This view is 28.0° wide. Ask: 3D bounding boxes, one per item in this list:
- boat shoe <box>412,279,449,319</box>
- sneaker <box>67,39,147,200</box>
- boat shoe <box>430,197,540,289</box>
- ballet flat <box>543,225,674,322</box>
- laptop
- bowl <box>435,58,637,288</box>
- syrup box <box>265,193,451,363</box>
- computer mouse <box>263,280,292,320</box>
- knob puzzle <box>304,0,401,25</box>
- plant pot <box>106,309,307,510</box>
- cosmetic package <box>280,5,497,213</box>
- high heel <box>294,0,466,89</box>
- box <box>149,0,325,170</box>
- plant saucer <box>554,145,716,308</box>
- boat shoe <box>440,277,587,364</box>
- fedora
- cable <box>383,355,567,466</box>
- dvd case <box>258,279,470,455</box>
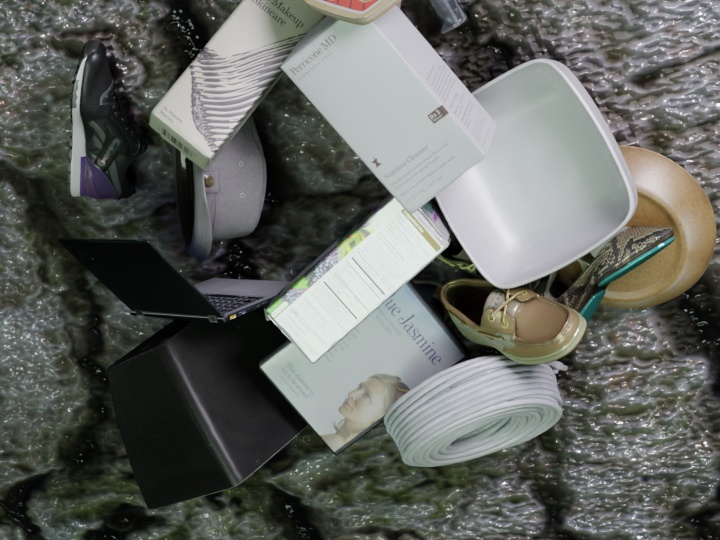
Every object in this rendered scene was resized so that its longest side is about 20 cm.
[{"bbox_3d":[0.011,0.053,1.686,0.198,0.062,0.075,-6,120,24],"label":"boat shoe"},{"bbox_3d":[-0.285,-0.172,1.656,0.087,0.076,0.201,8,128,-3],"label":"sneaker"},{"bbox_3d":[0.113,-0.033,1.595,0.201,0.060,0.072,40,125,-7],"label":"boat shoe"},{"bbox_3d":[0.245,0.001,1.531,0.075,0.068,0.200,51,129,15],"label":"ballet flat"},{"bbox_3d":[-0.198,-0.008,1.622,0.186,0.199,0.117,3,109,48],"label":"laptop"},{"bbox_3d":[0.180,-0.103,1.497,0.199,0.075,0.201,-30,88,32],"label":"bowl"},{"bbox_3d":[0.000,0.000,1.537,0.200,0.079,0.082,-42,96,14],"label":"syrup box"},{"bbox_3d":[-0.023,0.100,1.667,0.138,0.053,0.201,-17,115,41],"label":"computer mouse"},{"bbox_3d":[0.009,-0.319,1.373,0.218,0.221,0.030,-12,145,25],"label":"knob puzzle"},{"bbox_3d":[-0.183,0.145,1.719,0.199,0.200,0.178,-23,101,47],"label":"plant pot"},{"bbox_3d":[0.030,-0.173,1.435,0.113,0.081,0.200,-37,106,29],"label":"cosmetic package"},{"bbox_3d":[-0.007,-0.276,1.476,0.199,0.072,0.143,-25,114,16],"label":"high heel"},{"bbox_3d":[-0.127,-0.207,1.491,0.082,0.201,0.068,37,169,-4],"label":"box"},{"bbox_3d":[0.280,-0.036,1.550,0.198,0.036,0.202,9,123,14],"label":"plant saucer"},{"bbox_3d":[0.155,0.049,1.540,0.066,0.074,0.199,43,160,-30],"label":"boat shoe"},{"bbox_3d":[-0.157,-0.115,1.603,0.089,0.177,0.202,-6,88,-15],"label":"fedora"},{"bbox_3d":[0.129,0.161,1.624,0.199,0.199,0.070,-30,66,22],"label":"cable"},{"bbox_3d":[0.004,0.100,1.620,0.199,0.018,0.143,-37,104,12],"label":"dvd case"}]
